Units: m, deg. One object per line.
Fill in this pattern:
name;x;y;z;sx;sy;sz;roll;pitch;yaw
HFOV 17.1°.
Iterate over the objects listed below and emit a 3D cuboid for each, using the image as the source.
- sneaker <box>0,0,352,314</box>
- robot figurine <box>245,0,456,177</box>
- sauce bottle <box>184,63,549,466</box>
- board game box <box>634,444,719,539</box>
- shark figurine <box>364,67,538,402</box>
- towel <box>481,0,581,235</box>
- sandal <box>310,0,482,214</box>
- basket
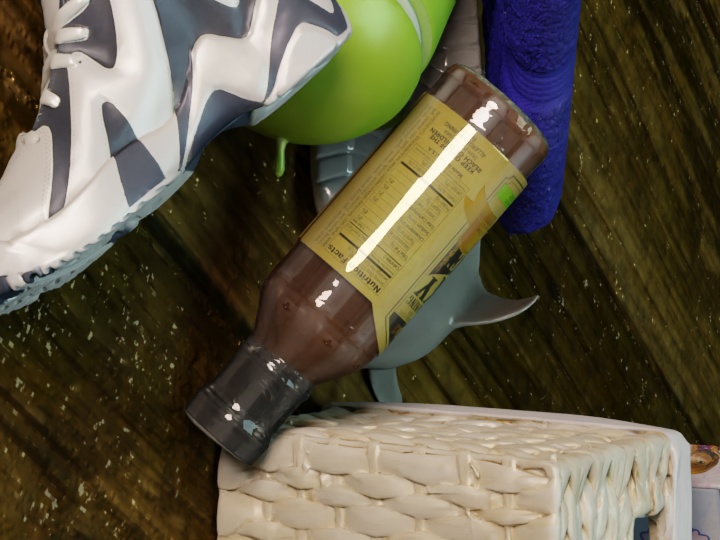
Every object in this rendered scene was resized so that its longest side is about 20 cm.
sneaker;-0.113;-0.082;0.933;0.199;0.130;0.079;-40;180;-12
robot figurine;-0.011;-0.142;1.068;0.176;0.115;0.200;71;34;-51
sauce bottle;0.000;0.000;1.079;0.200;0.065;0.065;-49;146;0
board game box;0.109;0.180;1.241;0.041;0.199;0.200;-47;133;-53
shark figurine;0.054;-0.010;1.242;0.215;0.089;0.128;-64;146;-34
towel;0.080;-0.130;1.139;0.200;0.049;0.148;89;7;-53
sandal;0.022;-0.104;1.197;0.050;0.082;0.203;128;-28;-78
basket;0.038;0.136;1.110;0.123;0.199;0.136;-2;94;-56
